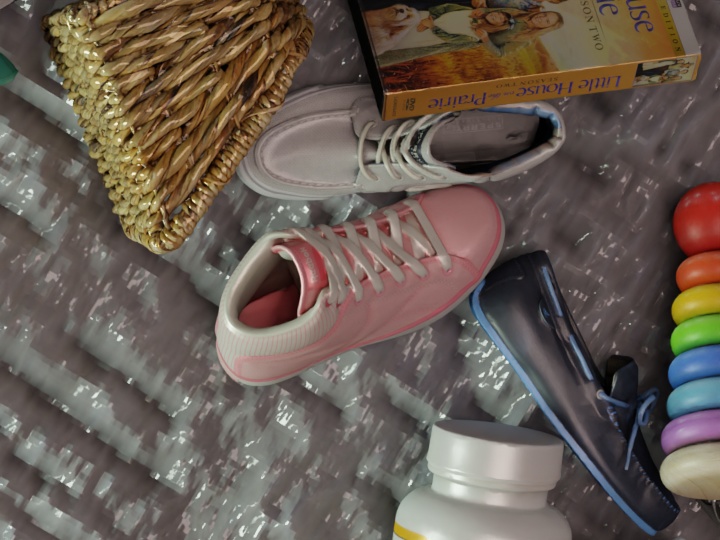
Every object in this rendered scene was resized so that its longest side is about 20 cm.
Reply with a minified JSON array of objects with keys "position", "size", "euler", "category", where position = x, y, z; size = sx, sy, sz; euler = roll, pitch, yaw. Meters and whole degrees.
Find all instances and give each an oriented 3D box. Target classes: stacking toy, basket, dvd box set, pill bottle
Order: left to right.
[{"position":[-0.091,-0.106,1.508],"size":[0.142,0.200,0.149],"euler":[-22,98,-10],"category":"basket"},{"position":[0.071,0.199,1.619],"size":[0.112,0.113,0.201],"euler":[7,95,-12],"category":"pill bottle"},{"position":[0.094,-0.167,1.583],"size":[0.199,0.029,0.147],"euler":[-7,57,-10],"category":"dvd box set"},{"position":[0.226,0.039,1.628],"size":[0.085,0.085,0.201],"euler":[3,71,-12],"category":"stacking toy"}]

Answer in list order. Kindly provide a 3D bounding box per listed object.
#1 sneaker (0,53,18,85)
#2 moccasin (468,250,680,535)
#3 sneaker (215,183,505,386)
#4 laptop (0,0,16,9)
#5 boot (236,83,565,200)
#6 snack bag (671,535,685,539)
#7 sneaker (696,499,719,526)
[{"position":[-0.252,-0.155,1.528],"size":[0.120,0.084,0.201],"euler":[26,91,-13],"category":"sneaker"},{"position":[0.149,0.077,1.636],"size":[0.068,0.080,0.200],"euler":[-36,103,2],"category":"moccasin"},{"position":[0.000,0.000,1.580],"size":[0.200,0.105,0.075],"euler":[-28,72,-6],"category":"sneaker"},{"position":[-0.223,-0.249,1.510],"size":[0.103,0.200,0.178],"euler":[-23,103,28],"category":"laptop"},{"position":[0.025,-0.083,1.587],"size":[0.199,0.096,0.074],"euler":[-11,98,-10],"category":"boot"},{"position":[0.154,0.277,1.630],"size":[0.188,0.021,0.201],"euler":[-12,108,-46],"category":"snack bag"},{"position":[0.261,0.104,1.668],"size":[0.115,0.075,0.201],"euler":[-10,99,-8],"category":"sneaker"}]
